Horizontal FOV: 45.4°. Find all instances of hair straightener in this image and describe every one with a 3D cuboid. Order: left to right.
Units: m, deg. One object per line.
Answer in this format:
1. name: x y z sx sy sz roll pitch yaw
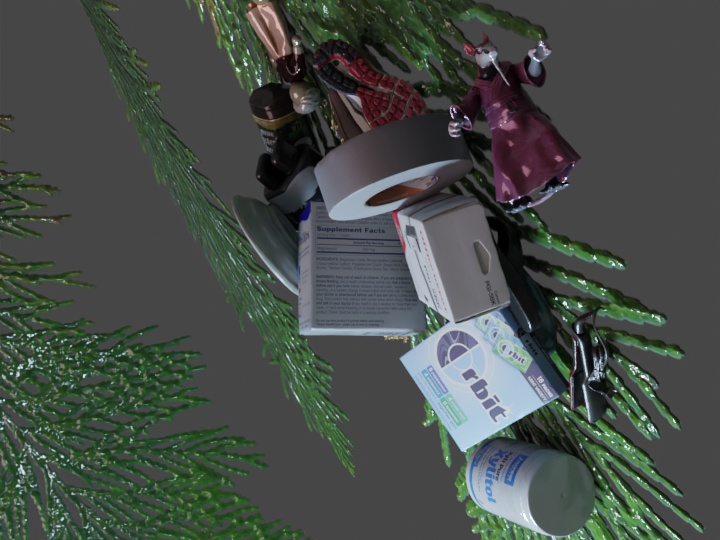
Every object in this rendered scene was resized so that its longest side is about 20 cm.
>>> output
1. hair straightener: 0.314 0.131 1.136 0.077 0.041 0.201 38 148 43

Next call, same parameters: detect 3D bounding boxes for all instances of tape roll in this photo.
1. tape roll: 0.043 -0.132 1.126 0.200 0.200 0.066 137 115 -70

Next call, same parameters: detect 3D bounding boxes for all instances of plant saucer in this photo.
1. plant saucer: -0.135 -0.052 1.429 0.200 0.050 0.200 54 -173 -10
2. plant saucer: 0.209 0.052 1.271 0.200 0.027 0.200 47 158 26

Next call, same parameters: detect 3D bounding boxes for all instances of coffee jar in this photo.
1. coffee jar: -0.129 -0.238 1.556 0.104 0.085 0.201 29 145 52

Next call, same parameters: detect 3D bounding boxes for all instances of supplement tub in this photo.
1. supplement tub: 0.271 0.347 1.402 0.132 0.132 0.200 61 160 -7

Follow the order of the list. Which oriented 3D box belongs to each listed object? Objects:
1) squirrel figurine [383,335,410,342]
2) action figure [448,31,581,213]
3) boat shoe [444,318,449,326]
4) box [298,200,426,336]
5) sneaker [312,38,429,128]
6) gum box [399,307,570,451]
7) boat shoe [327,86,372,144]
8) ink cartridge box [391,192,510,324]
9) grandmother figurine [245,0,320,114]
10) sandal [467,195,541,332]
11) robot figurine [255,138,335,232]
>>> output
1. squirrel figurine: 0.042 0.025 1.519 0.200 0.142 0.186 51 153 -23
2. action figure: 0.177 -0.176 0.964 0.149 0.134 0.201 -9 -103 -66
3. boat shoe: 0.176 0.118 1.387 0.200 0.072 0.073 69 -173 -59
4. box: 0.000 0.000 1.353 0.105 0.183 0.201 149 121 -74
5. sneaker: 0.026 -0.251 1.211 0.200 0.081 0.075 45 -165 7
6. gum box: 0.175 0.146 1.249 0.200 0.045 0.170 -40 80 38
7. boat shoe: -0.014 -0.217 1.277 0.072 0.060 0.200 28 -158 -39
8. ink cartridge box: 0.117 -0.022 1.170 0.200 0.083 0.147 -142 32 -79
9. grandmother figurine: -0.125 -0.354 1.423 0.201 0.060 0.121 65 168 -10
10. sandal: 0.198 -0.014 1.162 0.201 0.048 0.075 62 173 -5
11. robot figurine: -0.086 -0.139 1.489 0.200 0.125 0.150 37 159 -25
